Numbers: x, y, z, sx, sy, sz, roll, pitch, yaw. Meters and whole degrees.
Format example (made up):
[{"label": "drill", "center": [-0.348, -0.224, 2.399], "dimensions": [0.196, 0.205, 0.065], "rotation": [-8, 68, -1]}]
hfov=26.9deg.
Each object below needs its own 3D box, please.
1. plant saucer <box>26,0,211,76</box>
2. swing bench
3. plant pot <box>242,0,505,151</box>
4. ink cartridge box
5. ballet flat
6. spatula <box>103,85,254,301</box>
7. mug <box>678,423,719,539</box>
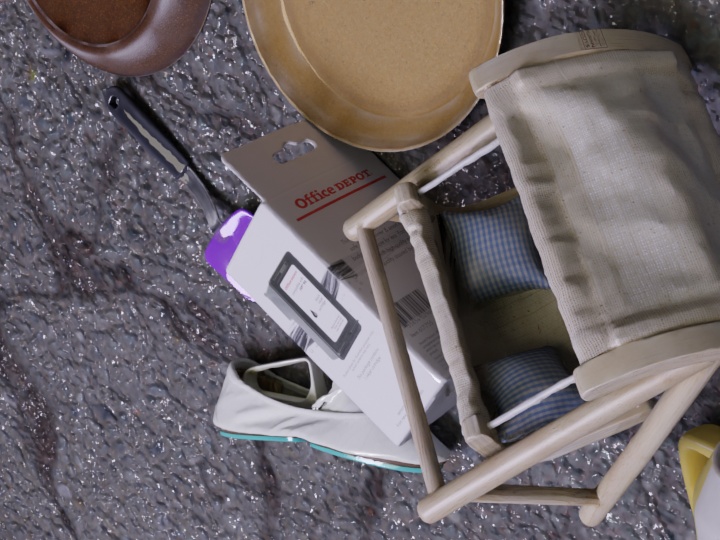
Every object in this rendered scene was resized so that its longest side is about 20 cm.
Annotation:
[{"label": "plant saucer", "center": [-0.186, -0.232, 1.056], "dimensions": [0.199, 0.032, 0.202], "rotation": [16, 118, 33]}, {"label": "swing bench", "center": [0.109, 0.004, 0.812], "dimensions": [0.200, 0.129, 0.200], "rotation": [-49, 46, 41]}, {"label": "plant pot", "center": [0.009, -0.174, 0.932], "dimensions": [0.198, 0.027, 0.202], "rotation": [16, 118, 31]}, {"label": "ink cartridge box", "center": [0.000, 0.000, 0.954], "dimensions": [0.200, 0.116, 0.068], "rotation": [45, 130, 15]}, {"label": "ballet flat", "center": [-0.025, 0.095, 1.056], "dimensions": [0.198, 0.069, 0.070], "rotation": [6, 113, 37]}, {"label": "spatula", "center": [-0.121, -0.059, 1.084], "dimensions": [0.200, 0.020, 0.057], "rotation": [49, 118, 14]}, {"label": "mug", "center": [0.230, 0.156, 0.806], "dimensions": [0.185, 0.149, 0.154], "rotation": [0, 119, 42]}]
